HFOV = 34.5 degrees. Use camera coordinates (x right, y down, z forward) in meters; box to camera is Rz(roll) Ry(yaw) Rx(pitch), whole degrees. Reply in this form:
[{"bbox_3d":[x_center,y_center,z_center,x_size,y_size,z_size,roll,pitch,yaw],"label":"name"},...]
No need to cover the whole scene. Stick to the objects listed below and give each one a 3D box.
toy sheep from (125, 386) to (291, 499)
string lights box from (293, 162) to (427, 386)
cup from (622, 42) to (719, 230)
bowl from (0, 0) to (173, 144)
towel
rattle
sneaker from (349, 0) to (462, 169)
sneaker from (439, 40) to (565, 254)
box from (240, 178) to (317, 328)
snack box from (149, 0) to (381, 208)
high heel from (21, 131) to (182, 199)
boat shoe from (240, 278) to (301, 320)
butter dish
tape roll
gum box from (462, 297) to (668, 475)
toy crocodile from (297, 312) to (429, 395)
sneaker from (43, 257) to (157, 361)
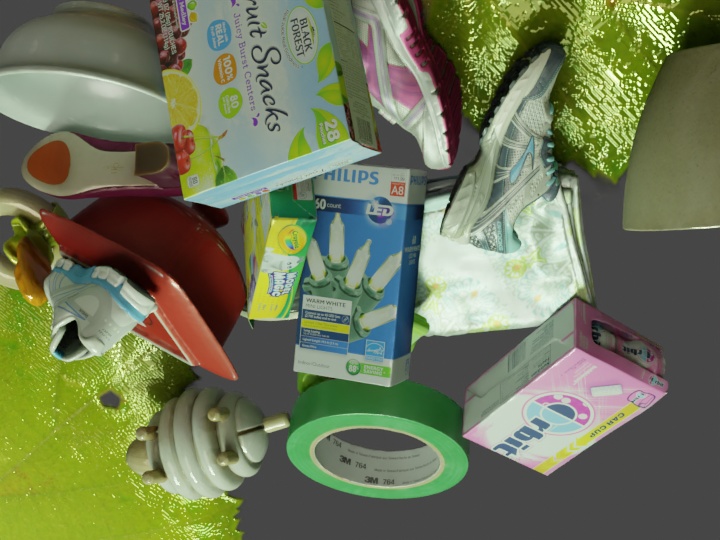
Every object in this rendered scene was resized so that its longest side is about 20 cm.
[{"bbox_3d":[-0.172,0.194,1.309,0.198,0.138,0.139,-11,120,14],"label":"toy sheep"},{"bbox_3d":[0.000,0.000,1.096,0.102,0.059,0.202,7,96,20],"label":"string lights box"},{"bbox_3d":[0.313,-0.115,0.966,0.199,0.200,0.145,-5,95,16],"label":"cup"},{"bbox_3d":[-0.244,-0.187,1.068,0.199,0.091,0.201,6,169,1],"label":"bowl"},{"bbox_3d":[0.128,-0.015,1.147,0.198,0.048,0.172,-6,121,18],"label":"towel"},{"bbox_3d":[-0.411,-0.007,1.228,0.198,0.144,0.131,6,143,2],"label":"rattle"},{"bbox_3d":[0.029,-0.179,1.045,0.088,0.081,0.201,-17,110,24],"label":"sneaker"},{"bbox_3d":[0.146,-0.108,1.046,0.086,0.078,0.201,23,110,-3],"label":"sneaker"},{"bbox_3d":[-0.083,-0.038,1.109,0.048,0.118,0.200,2,148,-15],"label":"box"},{"bbox_3d":[-0.084,-0.174,0.988,0.168,0.068,0.202,-16,79,24],"label":"snack box"},{"bbox_3d":[-0.236,-0.095,1.136,0.199,0.096,0.068,5,85,29],"label":"high heel"},{"bbox_3d":[-0.048,0.010,1.191,0.199,0.072,0.068,-8,106,34],"label":"boat shoe"},{"bbox_3d":[-0.189,-0.014,1.168,0.199,0.148,0.200,23,155,31],"label":"butter dish"},{"bbox_3d":[0.020,0.185,1.266,0.199,0.048,0.201,5,144,4],"label":"tape roll"},{"bbox_3d":[0.207,0.120,1.178,0.113,0.066,0.200,26,135,-18],"label":"gum box"},{"bbox_3d":[-0.003,0.084,1.212,0.067,0.062,0.199,29,146,-30],"label":"toy crocodile"},{"bbox_3d":[-0.268,0.042,1.087,0.075,0.087,0.200,44,160,-22],"label":"sneaker"}]
